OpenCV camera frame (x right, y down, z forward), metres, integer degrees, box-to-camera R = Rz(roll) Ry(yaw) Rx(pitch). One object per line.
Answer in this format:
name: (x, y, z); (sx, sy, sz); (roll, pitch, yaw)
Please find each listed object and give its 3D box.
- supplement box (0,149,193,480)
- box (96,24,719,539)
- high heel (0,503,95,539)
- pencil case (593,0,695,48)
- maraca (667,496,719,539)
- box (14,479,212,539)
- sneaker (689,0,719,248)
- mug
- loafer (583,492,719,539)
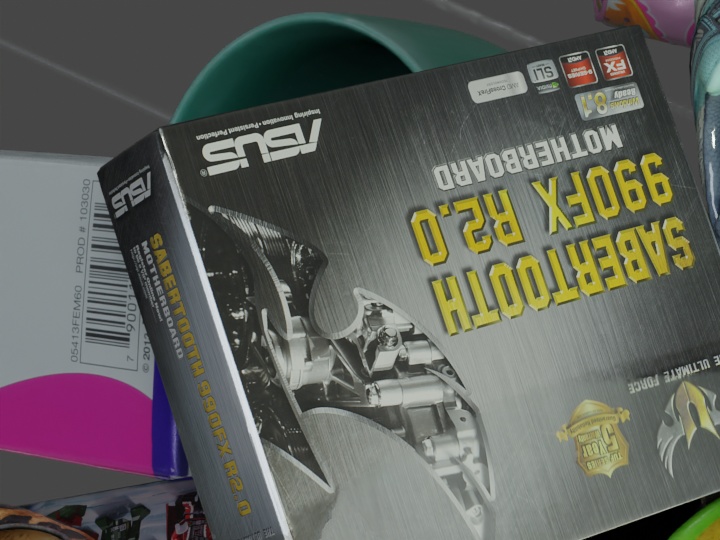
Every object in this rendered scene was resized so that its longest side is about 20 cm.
supplement box: (-0.102, 0.010, 0.981); (0.199, 0.103, 0.102); (6, 95, 39)
box: (0.030, 0.017, 0.886); (0.199, 0.048, 0.160); (-14, 82, -34)
high heel: (-0.129, 0.097, 0.932); (0.071, 0.143, 0.200); (-47, 45, -11)
pencil case: (0.186, -0.115, 1.067); (0.198, 0.087, 0.088); (14, 81, 3)
maraca: (0.177, 0.133, 0.955); (0.199, 0.107, 0.138); (-11, 88, -24)
box: (-0.064, 0.139, 0.990); (0.199, 0.040, 0.138); (-12, 50, 22)
sneaker: (0.148, -0.012, 0.961); (0.077, 0.086, 0.201); (-7, 118, 23)
mug: (0.002, -0.011, 1.035); (0.184, 0.114, 0.153); (-17, 78, 39)
loafer: (0.104, 0.079, 1.000); (0.073, 0.199, 0.072); (-52, 47, 32)
